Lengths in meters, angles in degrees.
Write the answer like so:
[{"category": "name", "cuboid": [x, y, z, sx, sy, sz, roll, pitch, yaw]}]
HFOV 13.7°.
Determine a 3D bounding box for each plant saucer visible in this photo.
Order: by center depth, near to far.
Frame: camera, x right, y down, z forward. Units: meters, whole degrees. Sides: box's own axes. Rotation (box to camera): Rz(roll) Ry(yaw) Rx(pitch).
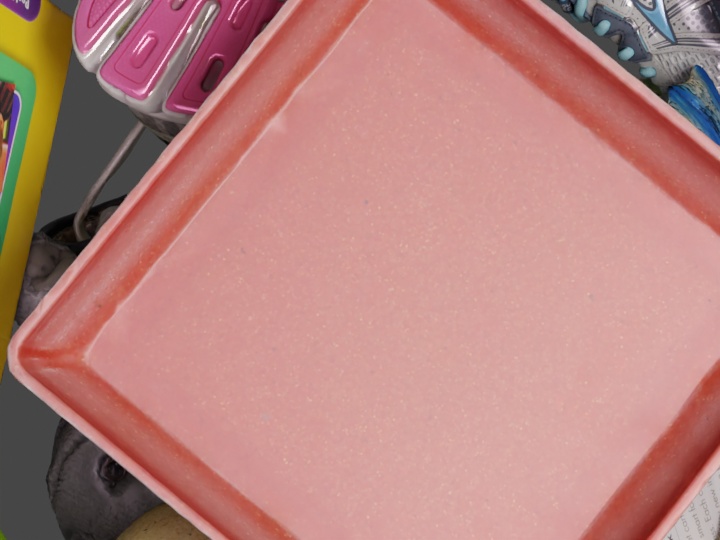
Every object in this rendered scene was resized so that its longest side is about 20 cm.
[{"category": "plant saucer", "cuboid": [0.023, 0.016, 0.958, 0.200, 0.037, 0.200, 39, 83, 1]}]

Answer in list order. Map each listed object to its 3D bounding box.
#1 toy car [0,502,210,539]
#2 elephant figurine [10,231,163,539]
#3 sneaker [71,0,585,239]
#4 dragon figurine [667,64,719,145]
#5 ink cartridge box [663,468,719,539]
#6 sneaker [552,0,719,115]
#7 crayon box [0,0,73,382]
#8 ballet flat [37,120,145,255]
[{"category": "toy car", "cuboid": [-0.059, 0.127, 0.994, 0.199, 0.158, 0.165, -36, 84, 11]}, {"category": "elephant figurine", "cuboid": [-0.059, 0.092, 1.114, 0.199, 0.142, 0.156, 17, 82, -6]}, {"category": "sneaker", "cuboid": [0.000, -0.055, 1.029, 0.199, 0.087, 0.074, 17, 82, 4]}, {"category": "dragon figurine", "cuboid": [0.098, -0.037, 1.050, 0.099, 0.059, 0.201, -21, 83, 38]}, {"category": "ink cartridge box", "cuboid": [0.101, 0.101, 1.075, 0.066, 0.200, 0.117, -1, 114, 46]}, {"category": "sneaker", "cuboid": [0.110, -0.106, 1.099, 0.086, 0.078, 0.201, -17, 94, 13]}, {"category": "crayon box", "cuboid": [-0.177, -0.031, 0.968, 0.058, 0.200, 0.174, 8, 80, 24]}, {"category": "ballet flat", "cuboid": [-0.040, -0.049, 1.109, 0.200, 0.073, 0.073, -37, 100, 11]}]
